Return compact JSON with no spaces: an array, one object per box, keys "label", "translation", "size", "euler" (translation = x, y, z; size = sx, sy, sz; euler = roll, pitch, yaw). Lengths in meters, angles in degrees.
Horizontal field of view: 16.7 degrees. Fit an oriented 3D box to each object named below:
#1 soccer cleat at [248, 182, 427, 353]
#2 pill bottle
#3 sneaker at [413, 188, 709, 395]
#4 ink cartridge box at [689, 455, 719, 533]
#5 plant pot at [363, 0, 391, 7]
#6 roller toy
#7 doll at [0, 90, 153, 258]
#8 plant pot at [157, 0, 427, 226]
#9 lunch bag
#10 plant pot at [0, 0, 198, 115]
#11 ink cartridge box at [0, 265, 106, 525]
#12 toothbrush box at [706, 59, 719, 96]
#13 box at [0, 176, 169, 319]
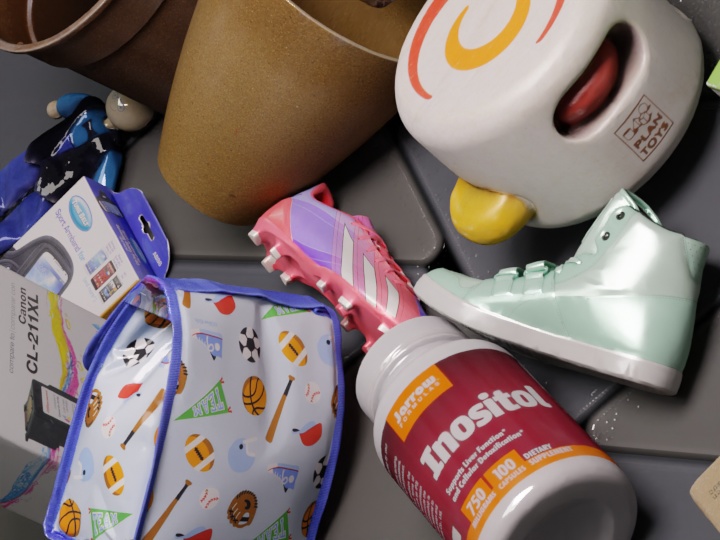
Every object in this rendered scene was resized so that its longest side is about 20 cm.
[{"label":"soccer cleat","translation":[0.000,0.000,1.739],"size":[0.076,0.067,0.200],"euler":[-40,45,-15]},{"label":"pill bottle","translation":[0.079,0.116,1.557],"size":[0.113,0.113,0.200],"euler":[-52,43,8]},{"label":"sneaker","translation":[0.135,0.001,1.589],"size":[0.200,0.074,0.118],"euler":[16,85,32]},{"label":"ink cartridge box","translation":[0.308,0.115,1.370],"size":[0.200,0.075,0.165],"euler":[-47,45,12]},{"label":"plant pot","translation":[0.034,-0.299,1.677],"size":[0.198,0.200,0.200],"euler":[-45,42,-5]},{"label":"roller toy","translation":[0.129,-0.126,1.628],"size":[0.182,0.140,0.200],"euler":[-25,41,34]},{"label":"doll","translation":[-0.245,-0.083,2.025],"size":[0.200,0.048,0.137],"euler":[-39,56,18]},{"label":"plant pot","translation":[-0.063,-0.138,1.808],"size":[0.200,0.186,0.187],"euler":[-53,41,27]},{"label":"lunch bag","translation":[-0.105,0.106,1.669],"size":[0.124,0.170,0.200],"euler":[21,99,45]},{"label":"plant pot","translation":[-0.162,-0.218,1.913],"size":[0.200,0.198,0.201],"euler":[-22,54,34]},{"label":"ink cartridge box","translation":[-0.242,0.097,1.806],"size":[0.083,0.200,0.146],"euler":[-25,52,31]},{"label":"toothbrush box","translation":[0.330,-0.162,1.499],"size":[0.146,0.086,0.200],"euler":[30,88,48]},{"label":"box","translation":[-0.239,0.019,1.956],"size":[0.200,0.041,0.119],"euler":[-45,54,18]}]
